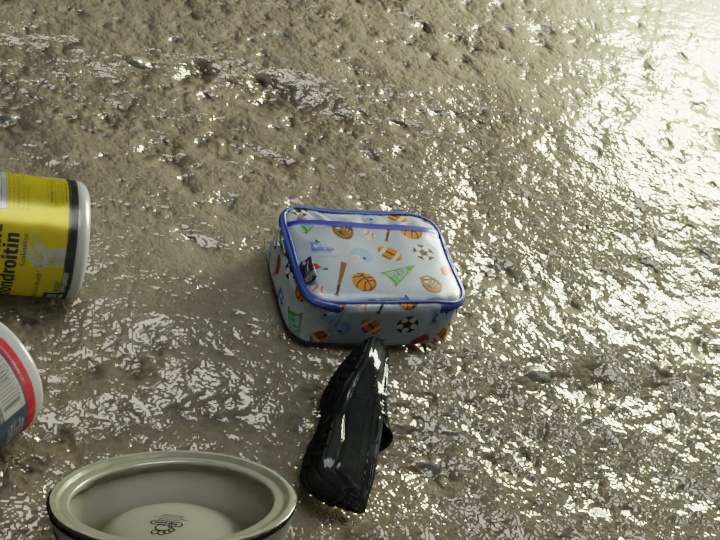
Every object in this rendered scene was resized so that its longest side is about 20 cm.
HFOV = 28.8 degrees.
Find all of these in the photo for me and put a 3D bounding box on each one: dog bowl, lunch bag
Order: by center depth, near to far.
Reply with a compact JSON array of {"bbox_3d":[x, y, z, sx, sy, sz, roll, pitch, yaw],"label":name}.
[{"bbox_3d":[-0.150,0.213,1.115,0.197,0.075,0.200,3,14,-1],"label":"dog bowl"},{"bbox_3d":[0.000,0.000,1.450,0.197,0.076,0.162,4,45,-22],"label":"lunch bag"}]

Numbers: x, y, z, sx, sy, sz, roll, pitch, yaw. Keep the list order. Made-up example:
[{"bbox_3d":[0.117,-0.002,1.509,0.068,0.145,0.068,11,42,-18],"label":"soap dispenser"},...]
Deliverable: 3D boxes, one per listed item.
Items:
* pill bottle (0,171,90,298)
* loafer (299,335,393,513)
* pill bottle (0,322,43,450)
[{"bbox_3d":[-0.355,-0.037,1.293,0.197,0.113,0.113,5,46,-19],"label":"pill bottle"},{"bbox_3d":[-0.003,0.144,1.318,0.070,0.068,0.202,36,38,-15],"label":"loafer"},{"bbox_3d":[-0.362,0.130,1.123,0.119,0.120,0.200,35,44,11],"label":"pill bottle"}]
